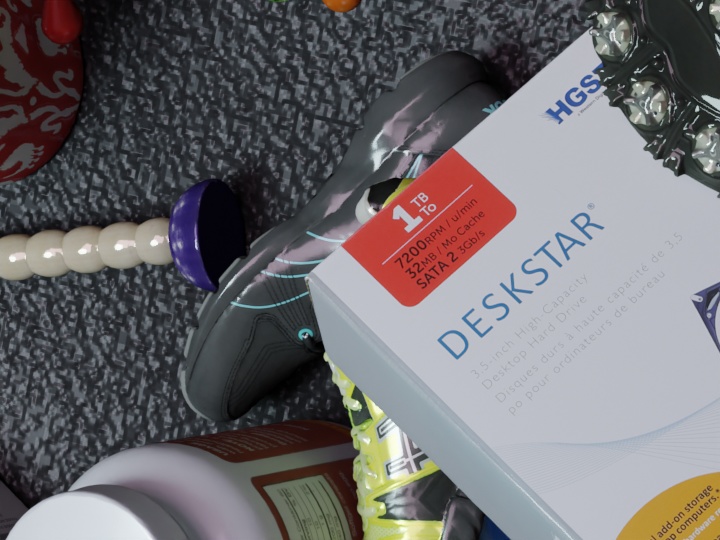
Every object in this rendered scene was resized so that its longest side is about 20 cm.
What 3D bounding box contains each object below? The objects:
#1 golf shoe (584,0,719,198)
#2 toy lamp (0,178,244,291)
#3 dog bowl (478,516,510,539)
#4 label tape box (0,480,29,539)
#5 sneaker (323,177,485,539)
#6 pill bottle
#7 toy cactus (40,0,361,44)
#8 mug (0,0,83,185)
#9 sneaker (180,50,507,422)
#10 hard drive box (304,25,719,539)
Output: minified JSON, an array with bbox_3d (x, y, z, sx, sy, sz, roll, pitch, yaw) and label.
[{"bbox_3d":[0.119,-0.113,1.026,0.077,0.088,0.200,-46,64,33],"label":"golf shoe"},{"bbox_3d":[-0.153,-0.005,1.266,0.199,0.058,0.059,-4,89,23],"label":"toy lamp"},{"bbox_3d":[0.112,0.060,1.156,0.111,0.050,0.201,23,100,21],"label":"dog bowl"},{"bbox_3d":[-0.233,0.143,1.298,0.200,0.066,0.143,43,106,15],"label":"label tape box"},{"bbox_3d":[0.019,0.057,1.133,0.076,0.075,0.201,11,87,-7],"label":"sneaker"},{"bbox_3d":[-0.062,0.124,1.146,0.112,0.200,0.113,1,92,28],"label":"pill bottle"},{"bbox_3d":[-0.066,-0.178,1.182,0.199,0.102,0.165,-13,124,14],"label":"toy cactus"},{"bbox_3d":[-0.211,-0.112,1.211,0.133,0.200,0.178,12,95,23],"label":"mug"},{"bbox_3d":[0.000,0.000,1.190,0.079,0.075,0.200,45,107,14],"label":"sneaker"},{"bbox_3d":[0.103,0.033,1.032,0.156,0.077,0.200,-42,67,-12],"label":"hard drive box"}]
